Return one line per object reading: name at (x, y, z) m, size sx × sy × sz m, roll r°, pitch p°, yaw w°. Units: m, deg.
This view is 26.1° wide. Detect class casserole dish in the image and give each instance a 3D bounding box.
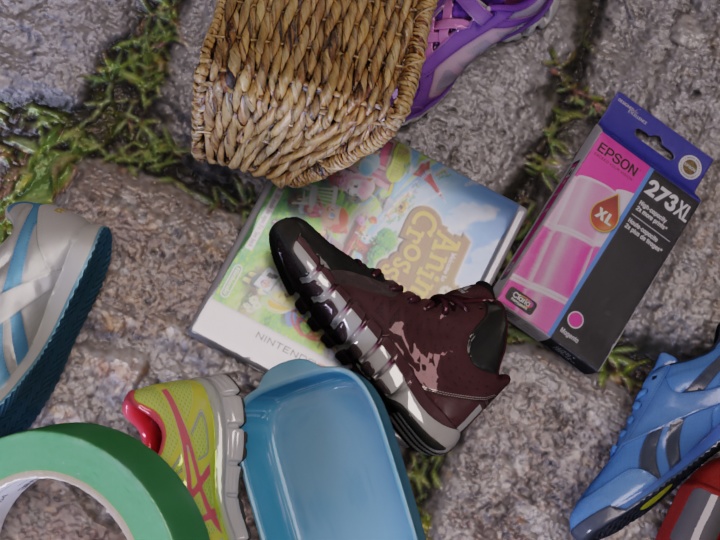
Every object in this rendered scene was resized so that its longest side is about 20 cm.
casserole dish at (-0.016, 0.157, 1.071) m, size 0.121 × 0.039 × 0.200 m, roll -20°, pitch 83°, yaw 29°

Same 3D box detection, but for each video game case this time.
video game case at (0.000, 0.000, 1.138) m, size 0.182 × 0.022 × 0.200 m, roll 28°, pitch 77°, yaw 0°

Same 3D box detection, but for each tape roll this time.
tape roll at (-0.193, 0.202, 1.017) m, size 0.200 × 0.048 × 0.201 m, roll 0°, pitch 91°, yaw 21°

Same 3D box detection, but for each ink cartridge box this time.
ink cartridge box at (0.184, -0.031, 1.152) m, size 0.095 × 0.037 × 0.200 m, roll 35°, pitch 75°, yaw -7°

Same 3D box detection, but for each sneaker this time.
sneaker at (-0.127, 0.168, 1.053) m, size 0.090 × 0.078 × 0.200 m, roll 6°, pitch 66°, yaw -29°
sneaker at (-0.249, 0.046, 1.082) m, size 0.081 × 0.077 × 0.200 m, roll 22°, pitch 71°, yaw 8°
sneaker at (0.031, 0.023, 1.096) m, size 0.115 × 0.076 × 0.200 m, roll -38°, pitch 95°, yaw -16°
sneaker at (0.215, 0.115, 1.120) m, size 0.200 × 0.066 × 0.078 m, roll -38°, pitch 73°, yaw -12°
sneaker at (0.069, -0.185, 1.148) m, size 0.200 × 0.088 × 0.081 m, roll -37°, pitch 86°, yaw -11°

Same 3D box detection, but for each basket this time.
basket at (-0.027, -0.158, 1.100) m, size 0.149 × 0.143 × 0.200 m, roll 12°, pitch 60°, yaw 0°

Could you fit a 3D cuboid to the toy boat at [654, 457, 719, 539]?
toy boat at (0.309, 0.213, 1.071) m, size 0.200 × 0.131 × 0.131 m, roll 28°, pitch 78°, yaw 0°
